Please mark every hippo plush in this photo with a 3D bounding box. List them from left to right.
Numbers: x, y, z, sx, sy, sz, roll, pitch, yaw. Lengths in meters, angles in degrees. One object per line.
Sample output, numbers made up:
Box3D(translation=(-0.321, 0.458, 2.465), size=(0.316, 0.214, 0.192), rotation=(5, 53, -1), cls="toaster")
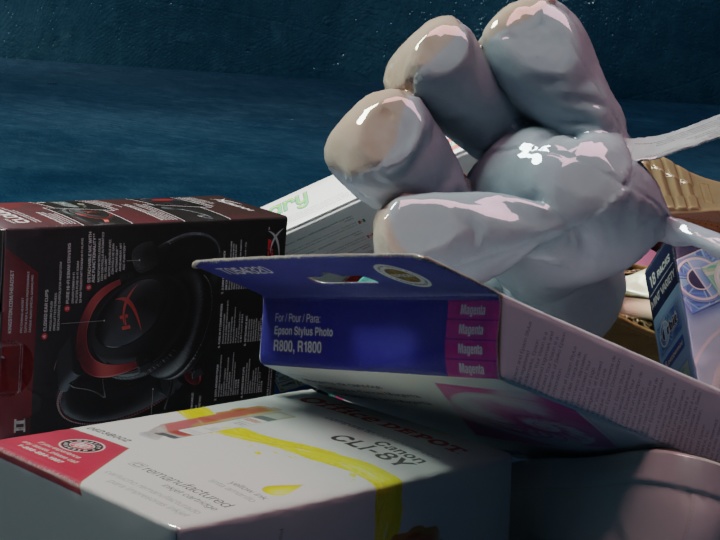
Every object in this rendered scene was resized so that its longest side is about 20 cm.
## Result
Box3D(translation=(0.085, -0.032, 1.072), size=(0.200, 0.160, 0.161), rotation=(-3, -25, 1), cls="hippo plush")

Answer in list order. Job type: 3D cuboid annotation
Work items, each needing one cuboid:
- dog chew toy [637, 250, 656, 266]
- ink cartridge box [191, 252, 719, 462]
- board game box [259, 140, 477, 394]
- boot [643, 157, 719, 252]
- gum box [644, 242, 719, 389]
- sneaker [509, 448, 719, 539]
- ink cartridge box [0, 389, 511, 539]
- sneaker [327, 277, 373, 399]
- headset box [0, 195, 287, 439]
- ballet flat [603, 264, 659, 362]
Box3D(translation=(0.200, 0.055, 1.320), size=(0.200, 0.125, 0.125), rotation=(14, 12, 6), cls="dog chew toy")
Box3D(translation=(0.044, 0.046, 1.000), size=(0.200, 0.043, 0.196), rotation=(23, -13, -31), cls="ink cartridge box")
Box3D(translation=(0.000, 0.000, 1.276), size=(0.200, 0.126, 0.035), rotation=(-24, 41, 11), cls="board game box")
Box3D(translation=(0.197, 0.011, 1.403), size=(0.200, 0.167, 0.072), rotation=(10, 36, 0), cls="boot")
Box3D(translation=(0.238, 0.080, 1.051), size=(0.170, 0.200, 0.045), rotation=(3, -33, -13), cls="gum box")
Box3D(translation=(0.105, 0.135, 1.012), size=(0.073, 0.085, 0.200), rotation=(17, -15, -16), cls="sneaker")
Box3D(translation=(-0.050, 0.118, 0.970), size=(0.200, 0.084, 0.145), rotation=(-6, 15, -43), cls="ink cartridge box")
Box3D(translation=(0.033, 0.060, 1.198), size=(0.083, 0.121, 0.200), rotation=(1, 12, -20), cls="sneaker")
Box3D(translation=(-0.144, 0.039, 1.156), size=(0.200, 0.149, 0.075), rotation=(-5, 14, -38), cls="headset box")
Box3D(translation=(0.207, 0.032, 1.138), size=(0.200, 0.063, 0.069), rotation=(6, 46, 9), cls="ballet flat")
